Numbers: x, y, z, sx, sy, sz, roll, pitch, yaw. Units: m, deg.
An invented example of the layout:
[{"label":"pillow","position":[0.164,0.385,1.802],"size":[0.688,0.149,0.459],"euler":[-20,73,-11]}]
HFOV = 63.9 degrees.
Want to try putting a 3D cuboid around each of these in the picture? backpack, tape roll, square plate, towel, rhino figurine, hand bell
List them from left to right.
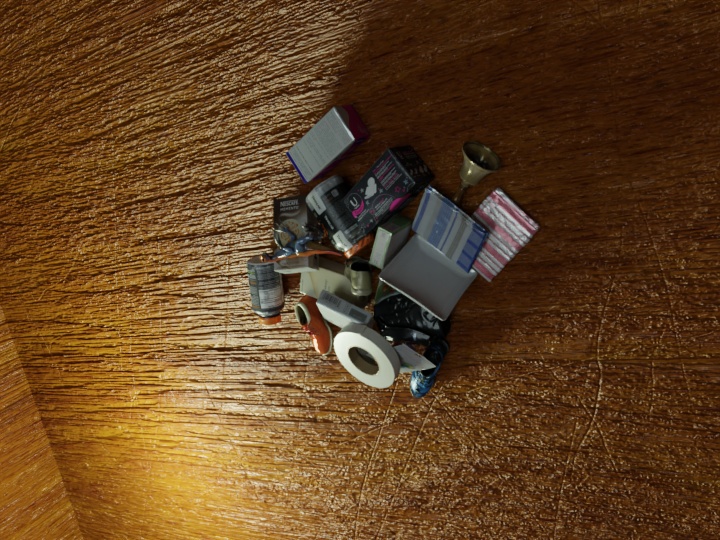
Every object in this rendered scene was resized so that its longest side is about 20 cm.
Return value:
[{"label":"rhino figurine","position":[0.008,0.264,1.683],"size":[0.086,0.060,0.203],"euler":[13,136,43]},{"label":"tape roll","position":[0.017,0.232,1.561],"size":[0.199,0.037,0.206],"euler":[25,140,23]},{"label":"backpack","position":[0.136,0.117,1.546],"size":[0.196,0.126,0.172],"euler":[-12,89,32]},{"label":"square plate","position":[0.172,0.016,1.460],"size":[0.198,0.198,0.029],"euler":[34,141,14]},{"label":"towel","position":[0.219,-0.101,1.451],"size":[0.199,0.024,0.149],"euler":[41,139,20]},{"label":"hand bell","position":[0.251,-0.202,1.414],"size":[0.103,0.104,0.202],"euler":[38,134,12]},{"label":"towel","position":[0.328,-0.085,1.431],"size":[0.146,0.030,0.201],"euler":[44,124,10]}]

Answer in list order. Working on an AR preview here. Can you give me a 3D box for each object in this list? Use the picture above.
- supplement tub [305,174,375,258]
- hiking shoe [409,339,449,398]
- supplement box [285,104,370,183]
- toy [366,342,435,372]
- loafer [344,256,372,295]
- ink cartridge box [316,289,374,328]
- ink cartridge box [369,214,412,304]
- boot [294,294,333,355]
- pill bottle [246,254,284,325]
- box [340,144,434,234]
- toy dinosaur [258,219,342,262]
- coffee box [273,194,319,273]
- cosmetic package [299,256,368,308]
[{"label":"supplement tub","position":[-0.051,-0.144,1.563],"size":[0.122,0.122,0.202],"euler":[-35,88,33]},{"label":"hiking shoe","position":[0.176,0.279,1.599],"size":[0.073,0.086,0.204],"euler":[27,118,18]},{"label":"supplement box","position":[-0.086,-0.336,1.531],"size":[0.199,0.101,0.105],"euler":[-36,88,33]},{"label":"toy","position":[0.111,0.228,1.567],"size":[0.114,0.048,0.199],"euler":[34,149,-18]},{"label":"loafer","position":[0.000,0.000,1.554],"size":[0.073,0.201,0.070],"euler":[3,112,-12]},{"label":"ink cartridge box","position":[-0.036,0.133,1.634],"size":[0.157,0.201,0.048],"euler":[25,76,12]},{"label":"ink cartridge box","position":[0.070,-0.032,1.519],"size":[0.047,0.145,0.204],"euler":[24,117,18]},{"label":"boot","position":[-0.145,0.171,1.732],"size":[0.073,0.107,0.205],"euler":[-8,104,28]},{"label":"pill bottle","position":[-0.288,0.063,1.774],"size":[0.104,0.106,0.206],"euler":[5,109,27]},{"label":"box","position":[0.068,-0.208,1.470],"size":[0.200,0.131,0.116],"euler":[-43,81,32]},{"label":"toy dinosaur","position":[-0.180,-0.053,1.536],"size":[0.181,0.105,0.201],"euler":[-44,82,28]},{"label":"coffee box","position":[-0.182,-0.100,1.628],"size":[0.111,0.079,0.206],"euler":[-6,82,19]},{"label":"cosmetic package","position":[-0.073,0.037,1.666],"size":[0.196,0.073,0.106],"euler":[17,114,22]}]
